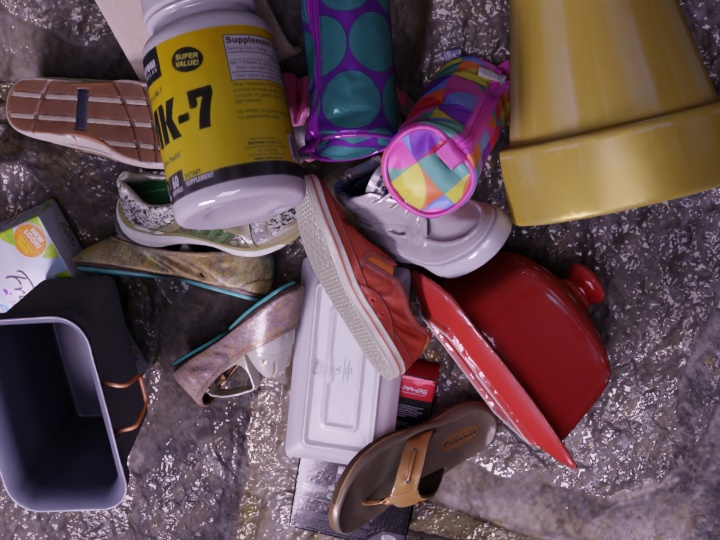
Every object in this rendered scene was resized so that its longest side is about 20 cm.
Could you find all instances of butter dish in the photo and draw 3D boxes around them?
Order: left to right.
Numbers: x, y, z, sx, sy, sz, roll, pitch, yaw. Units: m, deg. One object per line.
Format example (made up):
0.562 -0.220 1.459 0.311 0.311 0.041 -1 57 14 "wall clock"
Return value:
0.158 0.052 1.251 0.147 0.200 0.200 -38 101 -3 "butter dish"

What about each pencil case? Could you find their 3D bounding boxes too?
-0.016 -0.198 1.171 0.085 0.092 0.203 -13 81 50 "pencil case"
0.079 -0.120 1.170 0.087 0.200 0.089 8 120 14 "pencil case"

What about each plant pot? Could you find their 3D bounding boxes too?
0.203 -0.150 1.143 0.198 0.201 0.191 -12 96 14 "plant pot"

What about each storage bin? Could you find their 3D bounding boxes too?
-0.263 0.103 1.293 0.144 0.135 0.202 -4 116 14 "storage bin"

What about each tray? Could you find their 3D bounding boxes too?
-0.014 0.092 1.313 0.106 0.022 0.203 7 103 7 "tray"

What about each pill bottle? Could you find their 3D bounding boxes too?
-0.119 -0.145 1.144 0.113 0.114 0.203 -16 80 16 "pill bottle"

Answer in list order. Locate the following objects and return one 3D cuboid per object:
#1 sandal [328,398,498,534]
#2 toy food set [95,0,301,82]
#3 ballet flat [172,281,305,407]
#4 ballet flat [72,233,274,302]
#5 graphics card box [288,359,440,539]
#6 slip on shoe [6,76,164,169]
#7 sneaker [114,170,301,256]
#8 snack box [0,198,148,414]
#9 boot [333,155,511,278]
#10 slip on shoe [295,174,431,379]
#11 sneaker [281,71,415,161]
0.057 0.190 1.317 0.198 0.054 0.081 -26 127 -20 "sandal"
-0.157 -0.254 1.233 0.142 0.061 0.201 -20 116 17 "toy food set"
-0.106 0.078 1.332 0.199 0.068 0.068 -35 84 43 "ballet flat"
-0.178 -0.017 1.331 0.197 0.071 0.072 9 114 6 "ballet flat"
0.003 0.177 1.383 0.124 0.051 0.202 11 113 5 "graphics card box"
-0.228 -0.136 1.266 0.197 0.061 0.077 8 91 18 "slip on shoe"
-0.137 -0.063 1.268 0.197 0.089 0.078 -2 68 3 "sneaker"
-0.322 0.048 1.383 0.141 0.053 0.202 -22 108 17 "snack box"
0.044 -0.052 1.206 0.095 0.199 0.074 41 73 -24 "boot"
0.000 0.000 1.250 0.061 0.074 0.201 -32 96 -19 "slip on shoe"
-0.041 -0.132 1.260 0.197 0.080 0.096 9 148 -4 "sneaker"
